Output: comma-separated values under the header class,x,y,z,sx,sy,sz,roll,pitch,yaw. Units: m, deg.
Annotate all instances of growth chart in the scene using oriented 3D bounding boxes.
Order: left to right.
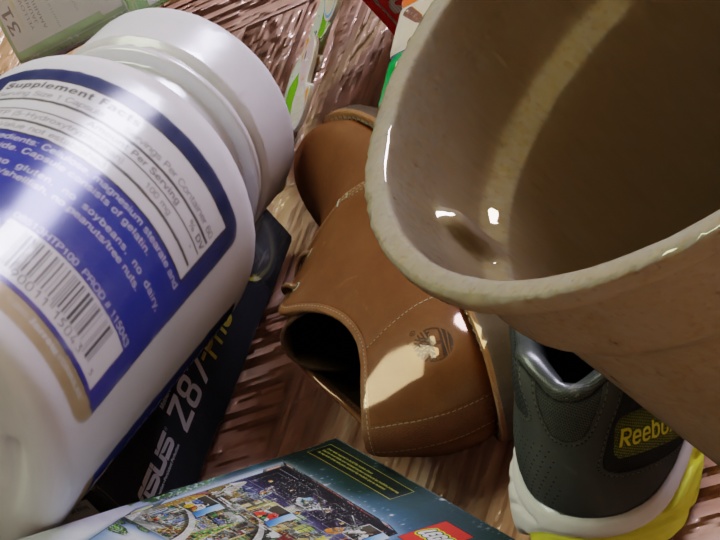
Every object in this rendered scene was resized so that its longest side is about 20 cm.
class,x,y,z,sx,sy,sz,roll,pitch,yaw
growth chart,-0.008,-0.126,1.154,0.145,0.018,0.201,-138,65,-86

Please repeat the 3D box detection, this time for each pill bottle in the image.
class,x,y,z,sx,sy,sz,roll,pitch,yaw
pill bottle,-0.105,-0.004,1.021,0.119,0.120,0.200,-18,22,38

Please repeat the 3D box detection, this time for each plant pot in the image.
class,x,y,z,sx,sy,sz,roll,pitch,yaw
plant pot,0.133,-0.014,0.773,0.200,0.184,0.201,-31,32,22

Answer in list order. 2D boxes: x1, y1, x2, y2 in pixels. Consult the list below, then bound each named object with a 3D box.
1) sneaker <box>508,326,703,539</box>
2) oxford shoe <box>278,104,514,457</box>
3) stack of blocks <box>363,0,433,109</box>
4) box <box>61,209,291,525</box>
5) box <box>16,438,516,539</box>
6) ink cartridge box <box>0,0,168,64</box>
class,x,y,z,sx,sy,sz,roll,pitch,yaw
sneaker,0.087,-0.009,0.911,0.074,0.085,0.201,2,52,11
oxford shoe,0.000,0.000,1.021,0.071,0.072,0.200,-18,29,-6
stack of blocks,0.061,-0.119,1.128,0.115,0.059,0.201,-25,35,31
box,-0.130,0.057,1.155,0.199,0.049,0.162,-19,35,40
box,-0.018,0.111,0.883,0.136,0.038,0.200,-15,19,-24
ink cartridge box,-0.101,-0.131,1.278,0.145,0.048,0.200,-33,10,-35
